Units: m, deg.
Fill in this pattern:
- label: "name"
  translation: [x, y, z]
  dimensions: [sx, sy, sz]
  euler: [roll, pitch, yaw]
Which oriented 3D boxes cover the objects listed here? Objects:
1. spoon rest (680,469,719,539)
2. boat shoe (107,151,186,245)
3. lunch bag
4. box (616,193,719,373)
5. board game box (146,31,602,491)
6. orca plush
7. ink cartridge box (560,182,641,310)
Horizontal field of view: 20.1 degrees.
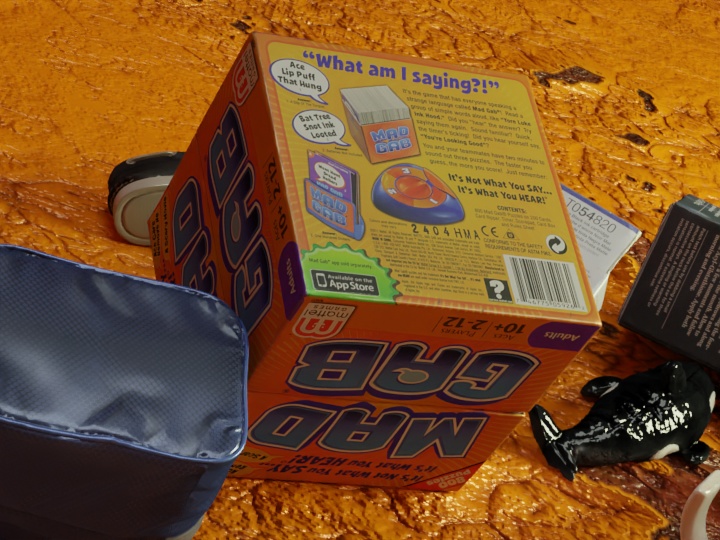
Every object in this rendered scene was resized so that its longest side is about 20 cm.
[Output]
- label: "spoon rest"
  translation: [0.285, 0.220, 1.322]
  dimensions: [0.200, 0.061, 0.099]
  euler: [44, 33, 14]
- label: "boat shoe"
  translation: [-0.091, -0.058, 1.530]
  dimensions: [0.199, 0.074, 0.060]
  euler: [-5, 37, -13]
- label: "lunch bag"
  translation: [-0.172, 0.085, 1.157]
  dimensions: [0.199, 0.133, 0.136]
  euler: [15, 42, -13]
- label: "box"
  translation: [0.317, 0.030, 1.591]
  dimensions: [0.199, 0.107, 0.148]
  euler: [26, 10, 9]
- label: "board game box"
  translation: [0.000, 0.000, 1.292]
  dimensions: [0.199, 0.200, 0.201]
  euler: [6, 52, -25]
- label: "orca plush"
  translation: [0.201, 0.088, 1.477]
  dimensions: [0.199, 0.071, 0.105]
  euler: [-2, 34, -38]
- label: "ink cartridge box"
  translation: [0.069, 0.002, 1.471]
  dimensions: [0.199, 0.041, 0.200]
  euler: [32, 64, 22]
